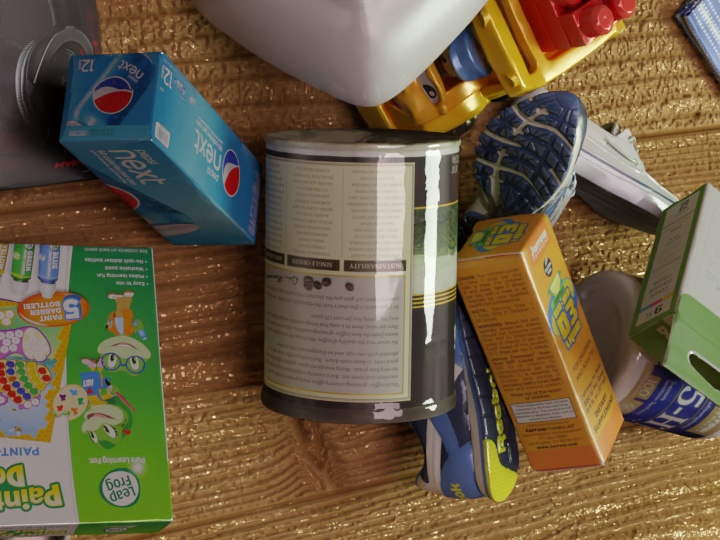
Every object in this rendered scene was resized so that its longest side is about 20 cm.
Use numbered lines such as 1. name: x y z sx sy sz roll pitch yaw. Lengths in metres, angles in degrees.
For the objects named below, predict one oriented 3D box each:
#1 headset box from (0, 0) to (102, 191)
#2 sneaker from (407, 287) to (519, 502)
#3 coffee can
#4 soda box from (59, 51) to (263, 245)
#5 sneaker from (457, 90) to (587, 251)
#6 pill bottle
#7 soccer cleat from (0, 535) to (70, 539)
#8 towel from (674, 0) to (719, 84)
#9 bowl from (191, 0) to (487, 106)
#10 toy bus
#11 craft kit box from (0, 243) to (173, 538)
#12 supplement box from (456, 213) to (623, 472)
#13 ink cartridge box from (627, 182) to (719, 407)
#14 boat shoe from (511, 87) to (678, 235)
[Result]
1. headset box: -0.256 -0.153 1.228 0.149 0.077 0.201 -9 98 -32
2. sneaker: 0.069 0.085 1.433 0.074 0.082 0.201 7 76 -58
3. coffee can: 0.000 0.000 1.338 0.146 0.146 0.201 -5 101 -32
4. soda box: -0.132 -0.079 1.245 0.200 0.068 0.064 50 42 -64
5. sneaker: 0.133 -0.075 1.435 0.077 0.200 0.085 42 48 15
6. pill bottle: 0.271 0.079 1.539 0.200 0.120 0.120 15 83 -31
7. soccer cleat: -0.224 0.139 1.255 0.069 0.078 0.201 8 86 -32
8. towel: 0.378 -0.244 1.661 0.200 0.024 0.145 -48 117 -20
9. bowl: -0.009 -0.238 1.314 0.200 0.200 0.075 -48 156 -21
10. toy bus: 0.108 -0.184 1.388 0.200 0.192 0.136 -36 111 -27
11. craft kit box: -0.232 0.079 1.216 0.200 0.049 0.198 1 73 -23
12. supplement box: 0.139 0.057 1.414 0.200 0.069 0.067 65 35 -23
13. ink cartridge box: 0.277 0.038 1.442 0.104 0.059 0.200 36 48 -17
14. boat shoe: 0.206 -0.093 1.521 0.200 0.074 0.067 28 77 -29
